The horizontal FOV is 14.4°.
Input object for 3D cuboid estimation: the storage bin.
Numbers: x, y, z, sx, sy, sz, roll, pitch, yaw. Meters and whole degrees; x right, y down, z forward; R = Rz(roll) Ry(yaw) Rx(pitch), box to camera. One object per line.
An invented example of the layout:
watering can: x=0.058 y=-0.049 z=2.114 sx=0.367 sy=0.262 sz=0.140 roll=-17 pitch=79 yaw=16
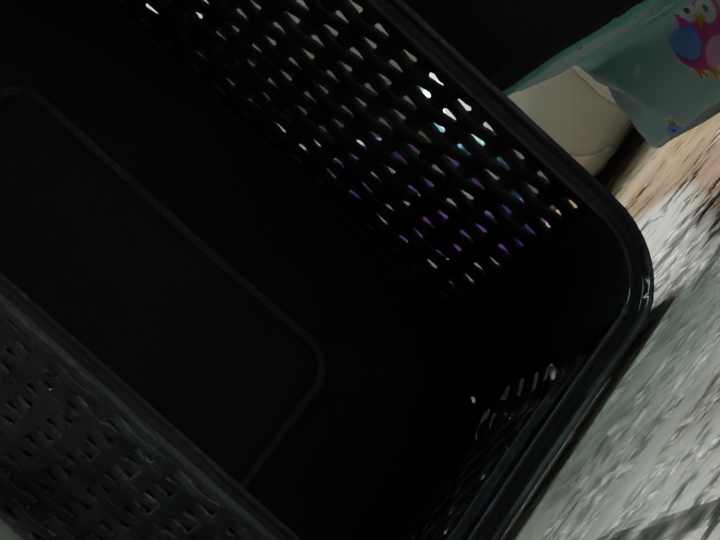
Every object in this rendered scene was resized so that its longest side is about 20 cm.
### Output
storage bin: x=-0.045 y=-0.008 z=0.698 sx=0.135 sy=0.200 sz=0.094 roll=-52 pitch=9 yaw=-32

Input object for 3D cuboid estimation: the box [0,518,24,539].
box: x=-0.152 y=0.117 z=0.688 sx=0.152 sy=0.200 sz=0.106 roll=-42 pitch=8 yaw=44

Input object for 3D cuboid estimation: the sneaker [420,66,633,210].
sneaker: x=0.085 y=-0.099 z=0.931 sx=0.081 sy=0.076 sz=0.200 roll=-38 pitch=14 yaw=47

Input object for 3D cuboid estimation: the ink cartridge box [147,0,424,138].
ink cartridge box: x=0.009 y=-0.167 z=1.216 sx=0.145 sy=0.145 sz=0.201 roll=-24 pitch=47 yaw=67

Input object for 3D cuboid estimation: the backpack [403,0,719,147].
backpack: x=0.101 y=-0.143 z=0.729 sx=0.201 sy=0.153 sz=0.176 roll=-59 pitch=11 yaw=-28

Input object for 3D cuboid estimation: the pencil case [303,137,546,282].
pencil case: x=0.000 y=0.000 z=0.922 sx=0.085 sy=0.085 sz=0.200 roll=-4 pitch=2 yaw=-8
